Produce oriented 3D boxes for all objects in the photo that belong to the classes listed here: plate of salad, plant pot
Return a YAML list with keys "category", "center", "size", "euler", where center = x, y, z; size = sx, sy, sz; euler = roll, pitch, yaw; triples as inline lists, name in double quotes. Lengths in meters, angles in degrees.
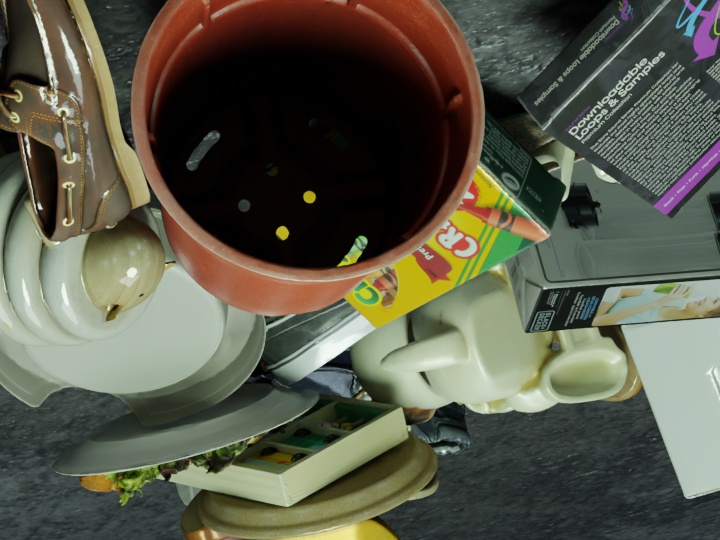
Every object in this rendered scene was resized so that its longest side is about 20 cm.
- category: "plate of salad"
  center: [-0.124, 0.125, 1.810]
  size: [0.199, 0.048, 0.200]
  euler: [-15, -174, 2]
- category: "plant pot"
  center: [-0.041, -0.065, 1.485]
  size: [0.200, 0.201, 0.195]
  euler: [-6, 166, -9]

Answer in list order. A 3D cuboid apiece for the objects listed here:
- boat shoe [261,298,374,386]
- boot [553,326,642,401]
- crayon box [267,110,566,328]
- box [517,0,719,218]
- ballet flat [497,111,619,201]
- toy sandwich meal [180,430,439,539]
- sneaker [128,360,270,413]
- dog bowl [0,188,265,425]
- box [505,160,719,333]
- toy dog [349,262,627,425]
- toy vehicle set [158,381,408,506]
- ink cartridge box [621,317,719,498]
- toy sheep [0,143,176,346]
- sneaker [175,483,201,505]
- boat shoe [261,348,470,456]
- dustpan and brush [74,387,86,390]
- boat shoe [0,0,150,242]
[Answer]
- category: "boat shoe"
  center: [0.000, -0.001, 1.802]
  size: [0.199, 0.068, 0.074]
  euler: [-36, -164, 16]
- category: "boot"
  center: [0.219, 0.059, 1.959]
  size: [0.144, 0.071, 0.201]
  euler: [9, -169, -25]
- category: "crayon box"
  center: [0.021, -0.040, 1.663]
  size: [0.127, 0.051, 0.200]
  euler: [42, 133, -20]
- category: "box"
  center: [0.198, -0.119, 1.572]
  size: [0.143, 0.036, 0.200]
  euler: [-46, 149, 11]
- category: "ballet flat"
  center: [0.143, -0.083, 1.668]
  size: [0.200, 0.067, 0.068]
  euler: [-21, 156, 25]
- category: "toy sandwich meal"
  center: [-0.036, 0.179, 1.877]
  size: [0.204, 0.070, 0.205]
  euler: [-11, -163, 3]
- category: "sneaker"
  center: [-0.109, 0.066, 1.916]
  size: [0.090, 0.075, 0.200]
  euler: [9, 153, -29]
- category: "dog bowl"
  center: [-0.165, 0.022, 1.721]
  size: [0.199, 0.059, 0.200]
  euler: [-2, 136, -2]
- category: "box"
  center: [0.203, -0.026, 1.768]
  size: [0.199, 0.117, 0.060]
  euler: [-3, 146, -14]
- category: "toy dog"
  center: [0.074, 0.060, 1.878]
  size: [0.194, 0.140, 0.200]
  euler: [-30, -171, -32]
- category: "toy vehicle set"
  center: [-0.075, 0.128, 1.894]
  size: [0.124, 0.027, 0.200]
  euler: [-27, -159, -37]
- category: "ink cartridge box"
  center: [0.281, 0.068, 1.895]
  size: [0.084, 0.145, 0.200]
  euler: [-19, -173, 24]
- category: "toy sheep"
  center: [-0.200, -0.017, 1.566]
  size: [0.200, 0.138, 0.138]
  euler: [13, 177, 41]
- category: "sneaker"
  center: [-0.067, 0.151, 2.157]
  size: [0.115, 0.081, 0.199]
  euler: [0, 163, -33]
- category: "boat shoe"
  center: [0.007, 0.103, 2.036]
  size: [0.200, 0.091, 0.071]
  euler: [5, 154, -33]
- category: "dustpan and brush"
  center: [-0.164, 0.027, 1.812]
  size: [0.139, 0.057, 0.200]
  euler: [5, 154, -32]
- category: "boat shoe"
  center: [-0.173, -0.095, 1.410]
  size: [0.070, 0.070, 0.200]
  euler: [-25, 133, -12]
